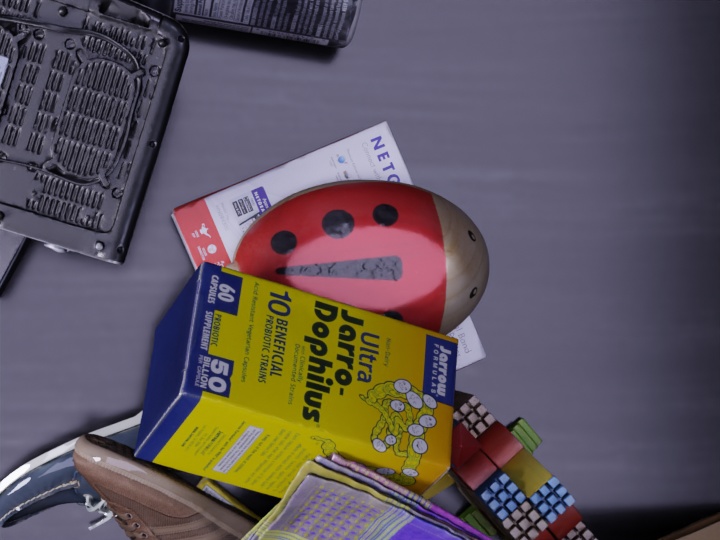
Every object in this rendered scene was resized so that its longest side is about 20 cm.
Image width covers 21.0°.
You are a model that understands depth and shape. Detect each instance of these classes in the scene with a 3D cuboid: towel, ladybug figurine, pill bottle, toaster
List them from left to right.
[{"bbox_3d":[-0.223,-0.119,1.338,0.181,0.119,0.200,17,91,-8],"label":"toaster"},{"bbox_3d":[-0.097,-0.234,1.456,0.200,0.106,0.106,9,88,-6],"label":"pill bottle"},{"bbox_3d":[0.000,0.000,1.432,0.200,0.072,0.136,-6,90,-7],"label":"ladybug figurine"},{"bbox_3d":[0.016,0.212,1.377,0.200,0.023,0.144,30,127,-14],"label":"towel"}]

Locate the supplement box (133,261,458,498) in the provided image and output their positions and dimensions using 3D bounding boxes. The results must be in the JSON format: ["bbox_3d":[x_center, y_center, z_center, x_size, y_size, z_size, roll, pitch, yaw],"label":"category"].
[{"bbox_3d":[-0.044,0.090,1.374,0.200,0.110,0.109,17,55,-17],"label":"supplement box"}]

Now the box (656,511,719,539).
[{"bbox_3d":[0.267,0.294,1.480,0.021,0.163,0.200,-5,92,36],"label":"box"}]

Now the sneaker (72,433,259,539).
[{"bbox_3d":[-0.137,0.190,1.409,0.200,0.070,0.076,34,85,-31],"label":"sneaker"}]

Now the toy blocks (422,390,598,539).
[{"bbox_3d":[0.114,0.166,1.461,0.100,0.137,0.200,-41,94,-6],"label":"toy blocks"}]

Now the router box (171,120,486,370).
[{"bbox_3d":[-0.025,0.010,1.490,0.179,0.049,0.200,-24,92,-6],"label":"router box"}]

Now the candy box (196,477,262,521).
[{"bbox_3d":[-0.073,0.258,1.494,0.200,0.026,0.102,39,82,-5],"label":"candy box"}]

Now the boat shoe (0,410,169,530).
[{"bbox_3d":[-0.185,0.150,1.461,0.200,0.075,0.062,-25,81,-15],"label":"boat shoe"}]

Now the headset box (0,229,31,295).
[{"bbox_3d":[-0.306,-0.092,1.437,0.200,0.093,0.174,29,87,-6],"label":"headset box"}]
